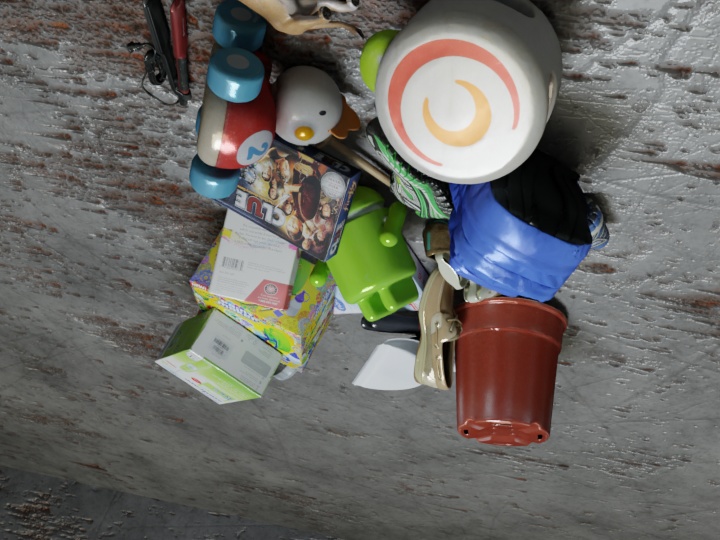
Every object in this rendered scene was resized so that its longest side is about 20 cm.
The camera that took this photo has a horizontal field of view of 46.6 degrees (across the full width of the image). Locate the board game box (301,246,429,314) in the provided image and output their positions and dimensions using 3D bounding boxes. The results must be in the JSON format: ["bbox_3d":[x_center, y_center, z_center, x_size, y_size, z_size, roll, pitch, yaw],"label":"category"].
[{"bbox_3d":[0.000,0.000,1.369,0.198,0.041,0.200,-4,143,29],"label":"board game box"}]

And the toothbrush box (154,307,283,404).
[{"bbox_3d":[-0.244,0.150,1.422,0.145,0.086,0.200,37,155,-19],"label":"toothbrush box"}]

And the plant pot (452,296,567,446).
[{"bbox_3d":[0.237,0.173,1.364,0.199,0.197,0.201,5,155,3],"label":"plant pot"}]

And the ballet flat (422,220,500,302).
[{"bbox_3d":[0.163,0.003,1.273,0.068,0.073,0.200,-17,137,40],"label":"ballet flat"}]

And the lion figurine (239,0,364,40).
[{"bbox_3d":[-0.097,-0.300,0.907,0.122,0.073,0.200,-5,148,43],"label":"lion figurine"}]

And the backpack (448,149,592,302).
[{"bbox_3d":[0.189,-0.050,1.013,0.161,0.201,0.169,19,121,-10],"label":"backpack"}]

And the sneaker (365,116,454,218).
[{"bbox_3d":[0.063,-0.126,1.105,0.085,0.078,0.200,-8,142,35],"label":"sneaker"}]

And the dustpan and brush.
[{"bbox_3d":[0.100,0.163,1.435,0.199,0.058,0.140,16,138,-14],"label":"dustpan and brush"}]

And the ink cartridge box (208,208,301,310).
[{"bbox_3d":[-0.144,-0.051,1.248,0.116,0.202,0.067,13,178,3],"label":"ink cartridge box"}]

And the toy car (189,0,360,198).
[{"bbox_3d":[-0.092,-0.190,1.003,0.198,0.178,0.185,8,139,-14],"label":"toy car"}]

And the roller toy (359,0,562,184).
[{"bbox_3d":[0.118,-0.196,0.882,0.182,0.140,0.201,-22,112,34],"label":"roller toy"}]

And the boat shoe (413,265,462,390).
[{"bbox_3d":[0.134,0.091,1.338,0.064,0.202,0.071,14,-163,31],"label":"boat shoe"}]

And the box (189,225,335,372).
[{"bbox_3d":[-0.156,0.047,1.381,0.199,0.123,0.193,26,157,8],"label":"box"}]

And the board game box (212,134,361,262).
[{"bbox_3d":[-0.106,-0.116,1.128,0.199,0.035,0.136,28,125,16],"label":"board game box"}]

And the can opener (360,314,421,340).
[{"bbox_3d":[0.085,0.097,1.417,0.063,0.079,0.199,-15,159,41],"label":"can opener"}]

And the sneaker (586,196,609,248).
[{"bbox_3d":[0.256,-0.034,1.172,0.199,0.078,0.085,-14,143,40],"label":"sneaker"}]

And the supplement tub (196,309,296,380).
[{"bbox_3d":[-0.198,0.111,1.558,0.199,0.123,0.122,32,145,-26],"label":"supplement tub"}]

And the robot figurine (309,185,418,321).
[{"bbox_3d":[0.005,-0.032,1.196,0.175,0.115,0.201,-29,83,41],"label":"robot figurine"}]

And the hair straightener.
[{"bbox_3d":[-0.252,-0.276,1.053,0.076,0.041,0.200,14,153,3],"label":"hair straightener"}]

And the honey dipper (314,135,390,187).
[{"bbox_3d":[-0.007,-0.151,1.138,0.199,0.038,0.038,33,145,-30],"label":"honey dipper"}]
